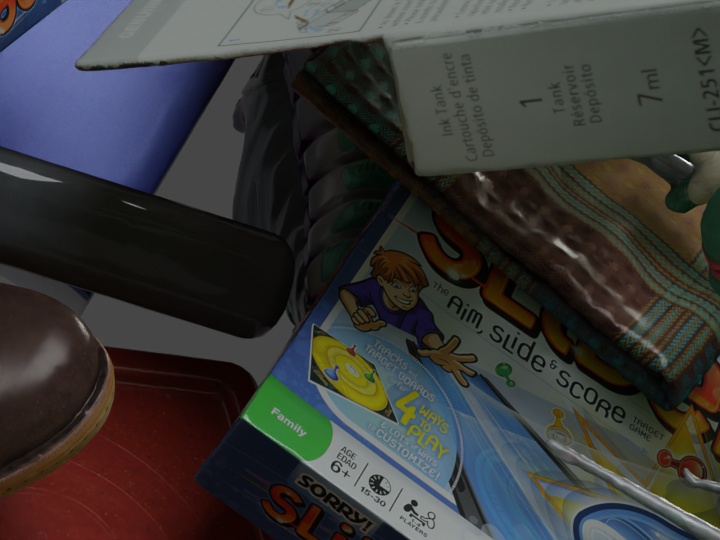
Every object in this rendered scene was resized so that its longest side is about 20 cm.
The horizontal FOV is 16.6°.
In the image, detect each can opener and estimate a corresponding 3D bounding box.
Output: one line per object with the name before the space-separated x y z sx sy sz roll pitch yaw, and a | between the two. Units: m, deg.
can opener | -0.122 -0.006 0.708 0.200 0.067 0.053 17 -1 -12

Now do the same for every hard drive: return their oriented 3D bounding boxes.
hard drive | -0.098 -0.100 0.790 0.132 0.025 0.200 30 63 -3

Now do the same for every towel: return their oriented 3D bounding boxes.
towel | 0.083 -0.060 0.748 0.147 0.022 0.200 40 44 3

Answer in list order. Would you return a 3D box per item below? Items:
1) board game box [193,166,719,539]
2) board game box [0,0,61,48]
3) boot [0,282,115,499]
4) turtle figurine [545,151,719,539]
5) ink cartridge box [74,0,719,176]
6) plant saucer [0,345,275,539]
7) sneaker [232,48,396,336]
board game box | 0.069 0.065 0.680 0.200 0.034 0.135 35 45 -2
board game box | -0.181 -0.089 0.686 0.200 0.034 0.135 8 32 24
boot | -0.156 -0.013 0.557 0.200 0.166 0.072 0 47 -5
turtle figurine | 0.133 0.024 0.649 0.200 0.101 0.150 31 50 -29
ink cartridge box | 0.040 -0.087 0.673 0.173 0.044 0.200 -5 28 22
plant saucer | -0.088 0.085 0.649 0.200 0.037 0.200 9 43 -29
sneaker | 0.000 0.000 0.775 0.074 0.088 0.200 12 49 -25
